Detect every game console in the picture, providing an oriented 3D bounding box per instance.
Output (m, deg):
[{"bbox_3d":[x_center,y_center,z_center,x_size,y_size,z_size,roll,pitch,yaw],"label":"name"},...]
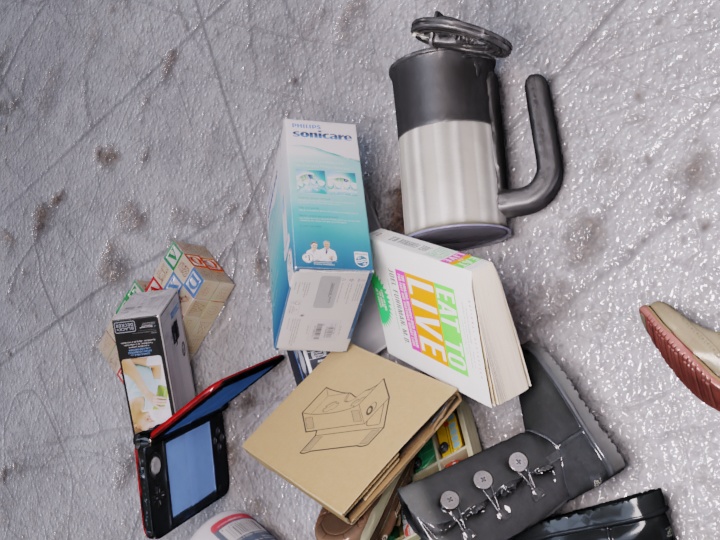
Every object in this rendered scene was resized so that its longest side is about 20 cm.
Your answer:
[{"bbox_3d":[-0.165,0.201,1.226,0.116,0.200,0.176,-5,93,19],"label":"game console"}]

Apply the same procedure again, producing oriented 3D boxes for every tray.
[{"bbox_3d":[0.000,0.000,1.220,0.107,0.022,0.203,-36,63,30],"label":"tray"}]

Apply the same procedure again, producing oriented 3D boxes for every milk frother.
[{"bbox_3d":[0.094,-0.135,1.048,0.178,0.199,0.192,-12,77,33],"label":"milk frother"}]

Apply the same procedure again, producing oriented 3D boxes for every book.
[{"bbox_3d":[0.076,0.038,1.031,0.199,0.047,0.136,20,129,60],"label":"book"}]

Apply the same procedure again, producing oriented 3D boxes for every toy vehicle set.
[{"bbox_3d":[0.073,0.234,1.059,0.123,0.026,0.202,-33,39,19],"label":"toy vehicle set"}]

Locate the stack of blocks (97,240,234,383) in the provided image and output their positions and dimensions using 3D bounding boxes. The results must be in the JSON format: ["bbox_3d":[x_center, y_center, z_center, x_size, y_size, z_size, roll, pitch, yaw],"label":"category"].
[{"bbox_3d":[-0.261,0.061,1.404,0.115,0.058,0.202,45,112,34],"label":"stack of blocks"}]

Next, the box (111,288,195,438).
[{"bbox_3d":[-0.249,0.137,1.302,0.059,0.117,0.204,-6,104,3],"label":"box"}]

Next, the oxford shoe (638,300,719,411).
[{"bbox_3d":[0.329,0.085,0.922,0.075,0.071,0.200,-41,55,-3],"label":"oxford shoe"}]

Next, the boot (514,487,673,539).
[{"bbox_3d":[0.225,0.301,0.968,0.196,0.073,0.165,-25,75,36],"label":"boot"}]

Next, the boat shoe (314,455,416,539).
[{"bbox_3d":[0.013,0.222,1.048,0.073,0.203,0.076,-2,122,30],"label":"boat shoe"}]

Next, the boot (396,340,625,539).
[{"bbox_3d":[0.122,0.175,0.995,0.198,0.066,0.166,-30,50,-6],"label":"boot"}]

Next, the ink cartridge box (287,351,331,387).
[{"bbox_3d":[-0.044,0.138,1.196,0.100,0.038,0.203,109,145,-62],"label":"ink cartridge box"}]

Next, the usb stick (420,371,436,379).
[{"bbox_3d":[0.080,0.116,1.121,0.033,0.056,0.199,45,119,-7],"label":"usb stick"}]

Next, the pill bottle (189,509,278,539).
[{"bbox_3d":[-0.107,0.375,1.197,0.199,0.119,0.122,30,103,38],"label":"pill bottle"}]

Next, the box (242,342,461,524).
[{"bbox_3d":[-0.013,0.153,1.054,0.163,0.021,0.199,-45,31,-18],"label":"box"}]

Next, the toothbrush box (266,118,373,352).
[{"bbox_3d":[-0.049,-0.037,1.123,0.148,0.084,0.203,108,159,-50],"label":"toothbrush box"}]
